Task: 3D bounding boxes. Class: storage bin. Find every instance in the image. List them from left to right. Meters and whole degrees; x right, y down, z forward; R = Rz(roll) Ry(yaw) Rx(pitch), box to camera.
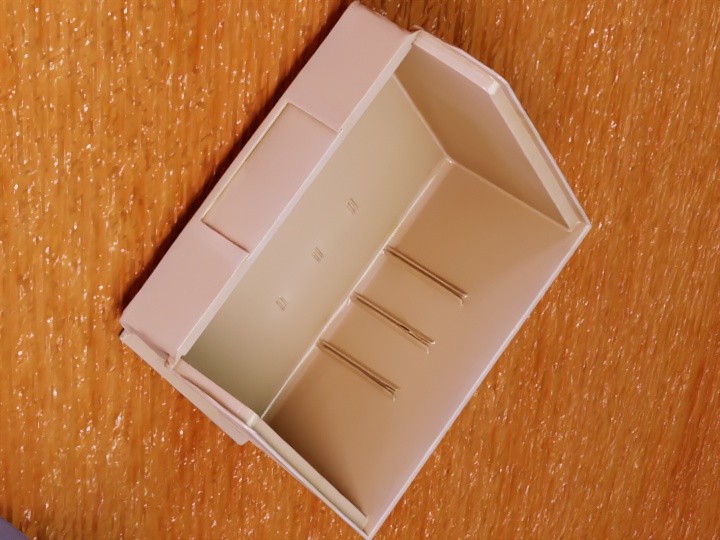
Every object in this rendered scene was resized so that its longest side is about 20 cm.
[{"bbox_3d":[0.000,0.000,1.257,0.200,0.094,0.199,-54,154,-7],"label":"storage bin"}]

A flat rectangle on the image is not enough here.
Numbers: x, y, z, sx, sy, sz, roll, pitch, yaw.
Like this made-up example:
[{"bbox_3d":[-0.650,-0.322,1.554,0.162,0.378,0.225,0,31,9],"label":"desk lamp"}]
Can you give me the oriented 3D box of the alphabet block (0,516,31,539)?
[{"bbox_3d":[-0.189,0.229,1.072,0.201,0.195,0.196,-61,152,8],"label":"alphabet block"}]
